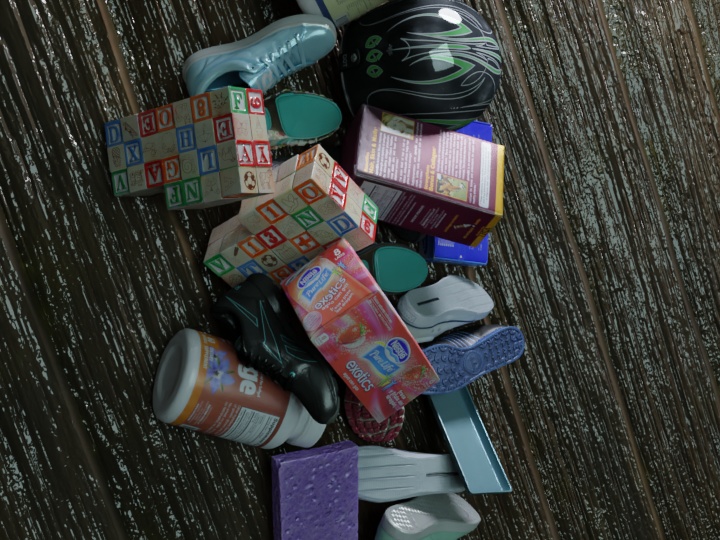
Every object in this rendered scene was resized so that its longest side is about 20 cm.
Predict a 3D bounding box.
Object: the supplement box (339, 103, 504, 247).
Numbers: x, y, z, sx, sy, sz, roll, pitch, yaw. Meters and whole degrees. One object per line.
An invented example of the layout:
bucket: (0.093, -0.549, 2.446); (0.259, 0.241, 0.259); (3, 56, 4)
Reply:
supplement box: (0.076, -0.118, 1.296); (0.197, 0.086, 0.112); (15, 58, -13)

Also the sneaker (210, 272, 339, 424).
sneaker: (-0.098, 0.100, 1.184); (0.079, 0.076, 0.201); (-24, 68, -32)

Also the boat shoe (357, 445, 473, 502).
boat shoe: (0.052, 0.273, 1.362); (0.197, 0.062, 0.073); (6, 74, -12)

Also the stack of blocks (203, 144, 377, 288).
stack of blocks: (-0.092, -0.051, 1.214); (0.115, 0.198, 0.059); (43, 37, -31)

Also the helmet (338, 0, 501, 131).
helmet: (0.086, -0.266, 1.340); (0.200, 0.188, 0.203); (-3, 90, -68)

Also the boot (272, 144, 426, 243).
boot: (-0.030, -0.085, 1.322); (0.198, 0.066, 0.166); (-17, 68, -33)

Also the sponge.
sponge: (-0.056, 0.317, 1.285); (0.110, 0.030, 0.203); (-9, 108, -28)

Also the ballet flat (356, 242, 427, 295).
ballet flat: (0.000, 0.000, 1.323); (0.198, 0.072, 0.074); (-7, 90, -44)

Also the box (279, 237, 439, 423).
box: (0.002, 0.073, 1.195); (0.094, 0.103, 0.201); (-34, 136, 0)

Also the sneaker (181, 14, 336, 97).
sneaker: (-0.116, -0.243, 1.252); (0.198, 0.083, 0.074); (-21, 140, 2)

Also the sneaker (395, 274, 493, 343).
sneaker: (0.105, 0.056, 1.409); (0.199, 0.071, 0.073); (-4, 53, -48)

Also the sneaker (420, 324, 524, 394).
sneaker: (0.128, 0.122, 1.412); (0.198, 0.078, 0.071); (-13, 93, -26)

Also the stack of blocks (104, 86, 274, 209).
stack of blocks: (-0.197, -0.129, 1.167); (0.058, 0.198, 0.117); (-7, 89, -56)

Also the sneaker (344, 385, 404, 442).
sneaker: (0.016, 0.129, 1.351); (0.079, 0.075, 0.203); (-6, 104, 11)

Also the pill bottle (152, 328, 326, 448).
pill bottle: (-0.139, 0.149, 1.234); (0.198, 0.112, 0.114); (20, 77, -28)

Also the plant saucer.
plant saucer: (0.136, 0.215, 1.377); (0.069, 0.019, 0.201); (5, 44, -30)

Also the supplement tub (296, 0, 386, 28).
supplement tub: (-0.001, -0.405, 1.290); (0.198, 0.145, 0.146); (-28, 102, 6)

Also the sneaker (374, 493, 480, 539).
sneaker: (0.075, 0.364, 1.381); (0.199, 0.074, 0.119); (3, 121, -49)

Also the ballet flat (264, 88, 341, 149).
ballet flat: (-0.119, -0.184, 1.296); (0.198, 0.064, 0.077); (-13, 94, -32)

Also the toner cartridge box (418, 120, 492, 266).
toner cartridge box: (0.134, -0.111, 1.449); (0.094, 0.043, 0.203); (6, 83, -28)
